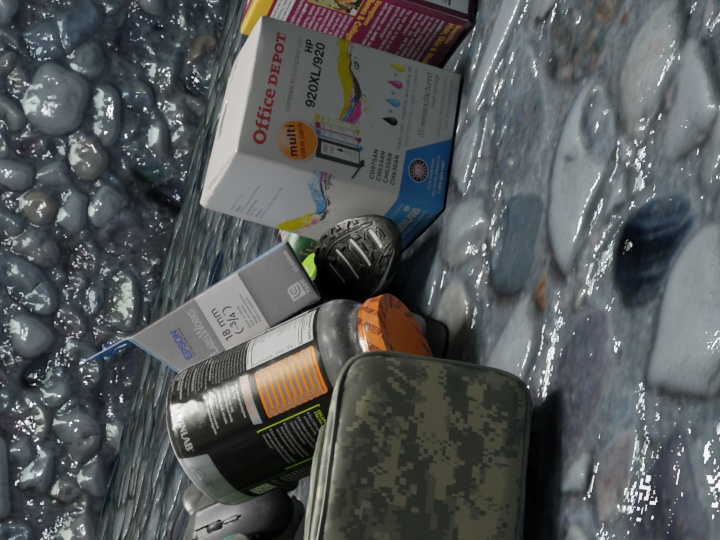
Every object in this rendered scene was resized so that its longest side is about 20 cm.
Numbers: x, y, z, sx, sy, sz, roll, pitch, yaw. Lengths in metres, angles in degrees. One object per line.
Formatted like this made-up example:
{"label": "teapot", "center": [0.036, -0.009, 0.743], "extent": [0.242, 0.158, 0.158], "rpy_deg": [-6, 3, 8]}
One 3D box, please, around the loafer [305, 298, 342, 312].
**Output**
{"label": "loafer", "center": [-0.063, 0.086, 1.362], "extent": [0.201, 0.070, 0.068], "rpy_deg": [128, 144, -53]}

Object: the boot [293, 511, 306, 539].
{"label": "boot", "center": [-0.023, 0.202, 1.265], "extent": [0.198, 0.073, 0.163], "rpy_deg": [-104, 30, -59]}

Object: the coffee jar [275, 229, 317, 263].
{"label": "coffee jar", "center": [-0.056, 0.002, 1.567], "extent": [0.104, 0.085, 0.201], "rpy_deg": [-179, 103, -79]}

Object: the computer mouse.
{"label": "computer mouse", "center": [-0.156, 0.240, 1.300], "extent": [0.034, 0.200, 0.059], "rpy_deg": [62, -172, -69]}

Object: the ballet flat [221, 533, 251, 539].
{"label": "ballet flat", "center": [-0.079, 0.323, 1.272], "extent": [0.067, 0.200, 0.064], "rpy_deg": [-11, 17, 42]}

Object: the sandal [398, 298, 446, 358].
{"label": "sandal", "center": [0.026, 0.059, 1.273], "extent": [0.200, 0.043, 0.076], "rpy_deg": [172, 112, -75]}

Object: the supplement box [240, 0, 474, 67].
{"label": "supplement box", "center": [-0.001, -0.275, 1.406], "extent": [0.131, 0.199, 0.103], "rpy_deg": [130, 152, -59]}

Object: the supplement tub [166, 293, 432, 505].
{"label": "supplement tub", "center": [-0.046, 0.101, 1.159], "extent": [0.200, 0.123, 0.123], "rpy_deg": [-24, 38, 20]}

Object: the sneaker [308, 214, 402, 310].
{"label": "sneaker", "center": [0.000, 0.000, 1.361], "extent": [0.074, 0.079, 0.200], "rpy_deg": [54, 151, 13]}

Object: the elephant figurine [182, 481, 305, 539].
{"label": "elephant figurine", "center": [-0.111, 0.213, 1.410], "extent": [0.141, 0.155, 0.200], "rpy_deg": [-32, 46, 18]}

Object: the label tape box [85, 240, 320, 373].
{"label": "label tape box", "center": [-0.135, 0.053, 1.292], "extent": [0.200, 0.063, 0.144], "rpy_deg": [-32, -1, -3]}

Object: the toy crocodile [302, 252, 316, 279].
{"label": "toy crocodile", "center": [-0.046, 0.049, 1.468], "extent": [0.200, 0.067, 0.062], "rpy_deg": [-61, 21, -2]}

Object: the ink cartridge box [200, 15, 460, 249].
{"label": "ink cartridge box", "center": [-0.030, -0.121, 1.357], "extent": [0.145, 0.199, 0.148], "rpy_deg": [135, 147, -64]}

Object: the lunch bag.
{"label": "lunch bag", "center": [0.031, 0.177, 0.958], "extent": [0.168, 0.139, 0.200], "rpy_deg": [97, -179, -59]}
